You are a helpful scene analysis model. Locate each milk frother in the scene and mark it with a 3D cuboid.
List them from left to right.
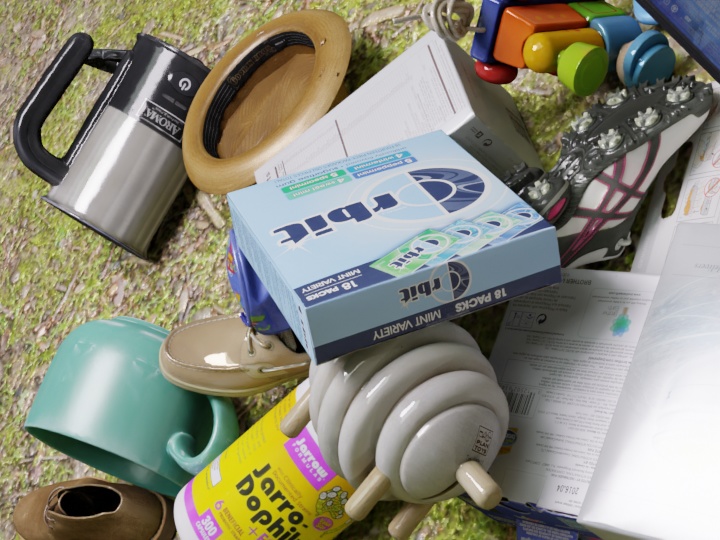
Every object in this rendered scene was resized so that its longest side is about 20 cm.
[{"bbox_3d":[-0.239,-0.132,1.494,0.189,0.179,0.200,-59,-2,-5],"label":"milk frother"}]

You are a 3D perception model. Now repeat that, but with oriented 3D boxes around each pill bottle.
[{"bbox_3d":[-0.039,0.148,1.122,0.200,0.104,0.105,-42,43,15],"label":"pill bottle"}]

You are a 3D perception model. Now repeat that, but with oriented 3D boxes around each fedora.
[{"bbox_3d":[-0.071,-0.140,1.358,0.199,0.082,0.202,-24,46,27],"label":"fedora"}]

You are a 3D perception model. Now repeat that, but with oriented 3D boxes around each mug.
[{"bbox_3d":[-0.174,0.113,1.252,0.183,0.152,0.115,18,72,9],"label":"mug"}]

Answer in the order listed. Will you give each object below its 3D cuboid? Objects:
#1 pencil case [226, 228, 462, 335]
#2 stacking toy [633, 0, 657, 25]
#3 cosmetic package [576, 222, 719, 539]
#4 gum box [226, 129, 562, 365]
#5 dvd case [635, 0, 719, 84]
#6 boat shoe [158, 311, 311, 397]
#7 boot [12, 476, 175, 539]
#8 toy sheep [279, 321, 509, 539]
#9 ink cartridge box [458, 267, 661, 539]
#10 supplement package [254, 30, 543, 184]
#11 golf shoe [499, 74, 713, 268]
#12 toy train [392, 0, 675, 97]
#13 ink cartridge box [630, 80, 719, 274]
[{"bbox_3d":[0.000,0.000,1.118,0.198,0.078,0.088,-6,91,-3],"label":"pencil case"},{"bbox_3d":[0.209,-0.279,1.090,0.109,0.200,0.117,-3,60,42],"label":"stacking toy"},{"bbox_3d":[0.260,0.092,0.863,0.198,0.123,0.202,7,71,46],"label":"cosmetic package"},{"bbox_3d":[0.016,-0.023,1.004,0.168,0.045,0.200,-17,28,-12],"label":"gum box"},{"bbox_3d":[0.269,-0.251,1.052,0.200,0.142,0.018,-50,12,-5],"label":"dvd case"},{"bbox_3d":[-0.062,0.051,1.168,0.198,0.065,0.073,-3,56,5],"label":"boat shoe"},{"bbox_3d":[-0.251,0.206,1.310,0.199,0.075,0.074,-8,61,42],"label":"boot"},{"bbox_3d":[0.029,0.092,0.973,0.138,0.138,0.200,-50,50,5],"label":"toy sheep"},{"bbox_3d":[0.143,0.104,0.998,0.136,0.076,0.202,4,66,48],"label":"ink cartridge box"},{"bbox_3d":[0.029,-0.074,1.198,0.199,0.109,0.114,-36,45,20],"label":"supplement package"},{"bbox_3d":[0.175,-0.063,1.082,0.199,0.088,0.077,-36,27,2],"label":"golf shoe"},{"bbox_3d":[0.132,-0.164,1.108,0.116,0.199,0.085,38,127,40],"label":"toy train"},{"bbox_3d":[0.281,-0.063,1.016,0.199,0.050,0.162,-12,55,60],"label":"ink cartridge box"}]
